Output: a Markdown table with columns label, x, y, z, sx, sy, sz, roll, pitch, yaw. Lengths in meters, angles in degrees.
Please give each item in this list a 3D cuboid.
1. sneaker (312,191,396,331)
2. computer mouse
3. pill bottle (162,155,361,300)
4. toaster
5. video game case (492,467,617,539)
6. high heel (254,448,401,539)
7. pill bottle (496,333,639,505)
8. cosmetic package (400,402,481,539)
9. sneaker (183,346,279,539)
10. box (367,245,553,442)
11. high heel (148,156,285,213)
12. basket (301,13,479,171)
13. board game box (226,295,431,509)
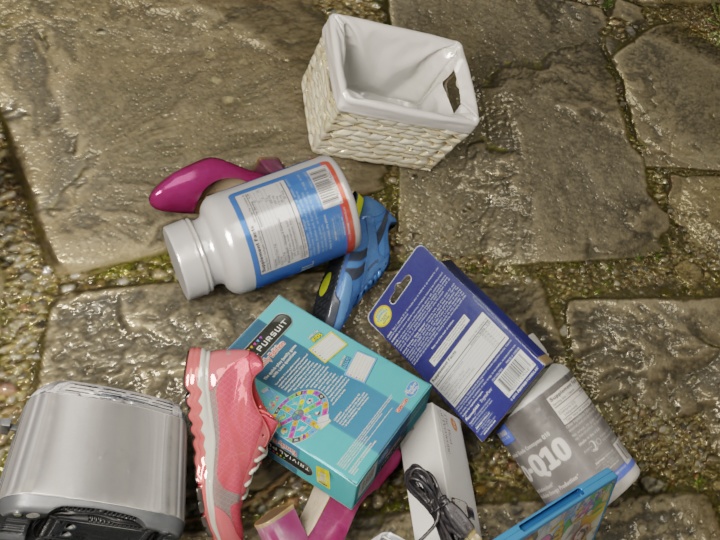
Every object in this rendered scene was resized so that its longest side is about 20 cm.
| label | x | y | z | sx | sy | sz | roll | pitch | yaw |
| --- | --- | --- | --- | --- | --- | --- | --- | --- | --- |
| sneaker | 0.000 | 0.000 | 1.232 | 0.078 | 0.066 | 0.202 | 28 | 52 | -17 |
| computer mouse | 0.022 | 0.296 | 1.040 | 0.200 | 0.044 | 0.110 | -43 | 93 | -1 |
| pill bottle | -0.107 | -0.042 | 1.142 | 0.197 | 0.112 | 0.113 | -21 | 72 | -14 |
| toaster | -0.233 | 0.184 | 0.960 | 0.197 | 0.114 | 0.131 | 13 | 54 | -20 |
| video game case | 0.181 | 0.296 | 1.090 | 0.198 | 0.145 | 0.018 | -20 | 44 | -36 |
| high heel | -0.016 | 0.256 | 1.079 | 0.199 | 0.067 | 0.097 | -27 | 94 | -45 |
| pill bottle | 0.219 | 0.181 | 1.219 | 0.113 | 0.114 | 0.201 | -28 | 78 | -38 |
| cosmetic package | 0.089 | 0.250 | 1.122 | 0.082 | 0.050 | 0.203 | 39 | 38 | -56 |
| sneaker | -0.117 | 0.171 | 1.006 | 0.085 | 0.074 | 0.204 | -7 | 98 | -6 |
| box | 0.108 | 0.077 | 1.192 | 0.200 | 0.122 | 0.032 | 45 | 26 | 19 |
| high heel | -0.139 | -0.077 | 1.191 | 0.198 | 0.068 | 0.097 | -19 | 62 | -40 |
| basket | 0.031 | -0.220 | 1.341 | 0.197 | 0.123 | 0.137 | 7 | 59 | -27 |
| board game box | -0.049 | 0.131 | 1.094 | 0.198 | 0.047 | 0.151 | 29 | 49 | 17 |
